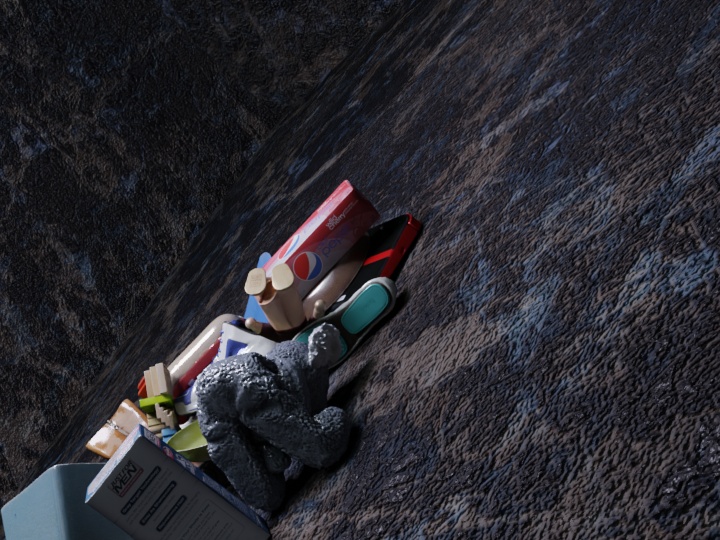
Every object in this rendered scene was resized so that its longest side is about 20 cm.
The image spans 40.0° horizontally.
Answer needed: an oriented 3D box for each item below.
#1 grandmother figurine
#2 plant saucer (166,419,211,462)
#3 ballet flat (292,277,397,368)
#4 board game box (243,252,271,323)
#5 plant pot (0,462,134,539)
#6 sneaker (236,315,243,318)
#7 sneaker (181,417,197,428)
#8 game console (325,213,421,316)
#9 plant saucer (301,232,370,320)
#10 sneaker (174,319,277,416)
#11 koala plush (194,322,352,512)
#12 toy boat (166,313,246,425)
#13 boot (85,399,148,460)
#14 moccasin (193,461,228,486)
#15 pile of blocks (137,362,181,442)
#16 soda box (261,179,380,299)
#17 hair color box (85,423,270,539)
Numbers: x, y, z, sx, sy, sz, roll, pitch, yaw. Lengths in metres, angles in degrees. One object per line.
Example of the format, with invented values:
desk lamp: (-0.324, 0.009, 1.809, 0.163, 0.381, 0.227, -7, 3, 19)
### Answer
grandmother figurine: (-0.104, 0.073, 1.405, 0.119, 0.201, 0.061, -3, 53, 17)
plant saucer: (-0.179, 0.223, 1.399, 0.197, 0.032, 0.200, -21, 7, 3)
ballet flat: (-0.020, 0.077, 1.379, 0.199, 0.069, 0.070, -40, 17, 23)
board game box: (-0.155, 0.074, 1.654, 0.158, 0.038, 0.203, -118, 40, -60)
plant pot: (-0.336, 0.378, 1.288, 0.196, 0.194, 0.203, -36, 59, 42)
sneaker: (-0.271, 0.177, 1.822, 0.129, 0.079, 0.201, -30, 33, 32)
sneaker: (-0.282, 0.257, 1.659, 0.200, 0.084, 0.073, -47, 13, 7)
game console: (0.000, 0.000, 1.518, 0.199, 0.031, 0.178, -22, 33, 51)
plant saucer: (-0.066, 0.006, 1.554, 0.200, 0.032, 0.201, -42, 20, 19)
sneaker: (-0.196, 0.142, 1.513, 0.197, 0.117, 0.080, -27, -20, 17)
koala plush: (-0.098, 0.153, 1.237, 0.177, 0.184, 0.200, -40, 6, 31)
toy boat: (-0.233, 0.175, 1.602, 0.200, 0.131, 0.131, -46, -3, -2)
boot: (-0.377, 0.319, 1.591, 0.198, 0.069, 0.189, 24, 68, 29)
moccasin: (-0.256, 0.318, 1.452, 0.202, 0.073, 0.078, -49, 12, 4)
pile of blocks: (-0.306, 0.244, 1.500, 0.061, 0.204, 0.082, -12, 5, -4)
soda box: (-0.063, -0.040, 1.497, 0.200, 0.063, 0.070, -47, 20, 6)
hair color box: (-0.213, 0.283, 1.161, 0.100, 0.199, 0.060, -50, 15, -4)
